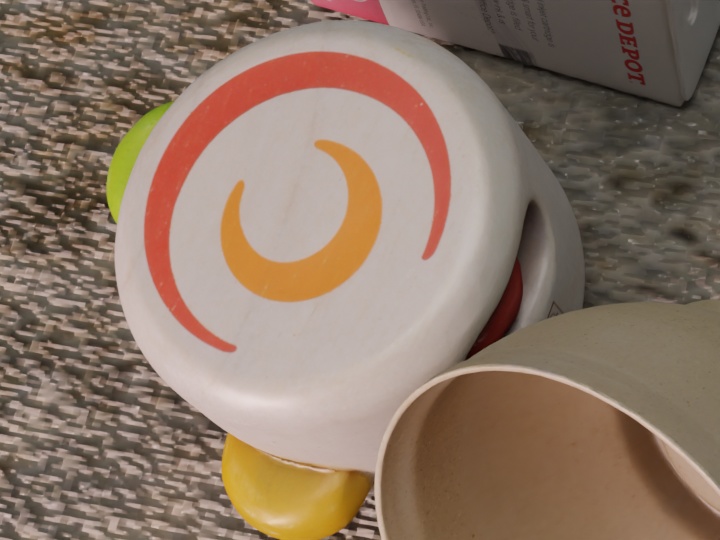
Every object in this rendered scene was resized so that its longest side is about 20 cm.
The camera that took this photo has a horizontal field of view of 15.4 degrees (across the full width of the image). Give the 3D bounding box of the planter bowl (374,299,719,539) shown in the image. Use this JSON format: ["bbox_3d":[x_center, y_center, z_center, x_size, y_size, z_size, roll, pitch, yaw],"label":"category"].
[{"bbox_3d":[0.125,0.093,1.057,0.200,0.201,0.135,31,46,26],"label":"planter bowl"}]

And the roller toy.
[{"bbox_3d":[0.000,0.000,1.153,0.182,0.140,0.200,-25,62,11],"label":"roller toy"}]

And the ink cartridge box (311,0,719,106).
[{"bbox_3d":[0.065,-0.166,1.223,0.200,0.147,0.083,17,67,20],"label":"ink cartridge box"}]
